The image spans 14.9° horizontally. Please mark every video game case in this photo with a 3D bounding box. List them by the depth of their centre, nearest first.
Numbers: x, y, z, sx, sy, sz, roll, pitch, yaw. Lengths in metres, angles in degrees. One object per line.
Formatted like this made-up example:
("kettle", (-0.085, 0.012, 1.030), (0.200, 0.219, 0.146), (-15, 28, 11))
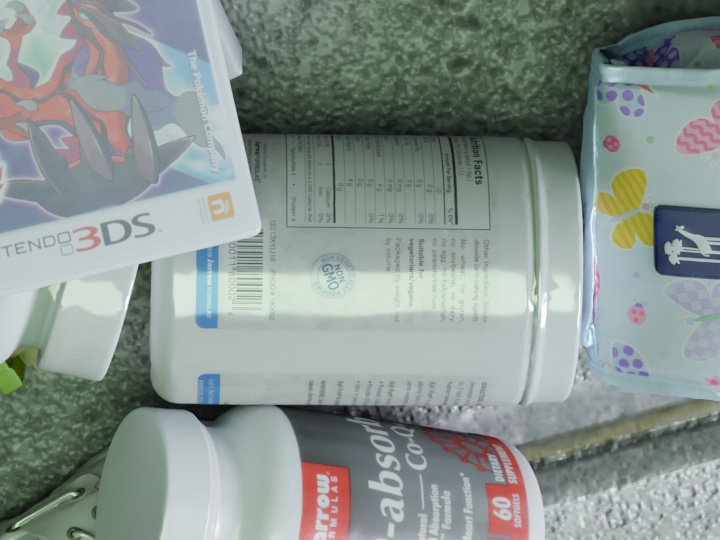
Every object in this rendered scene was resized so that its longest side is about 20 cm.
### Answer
("video game case", (-0.149, -0.093, 1.207), (0.182, 0.023, 0.200), (-14, 94, -20))

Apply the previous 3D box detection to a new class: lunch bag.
("lunch bag", (0.201, -0.029, 1.309), (0.200, 0.127, 0.170), (-4, 110, -14))

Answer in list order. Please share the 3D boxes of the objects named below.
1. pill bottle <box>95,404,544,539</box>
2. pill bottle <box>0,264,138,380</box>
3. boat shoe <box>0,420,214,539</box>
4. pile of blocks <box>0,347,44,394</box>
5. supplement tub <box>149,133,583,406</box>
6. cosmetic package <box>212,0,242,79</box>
("pill bottle", (-0.021, 0.127, 1.348), (0.200, 0.116, 0.116), (9, 111, -25))
("pill bottle", (-0.204, -0.016, 1.262), (0.200, 0.110, 0.110), (15, 109, -10))
("boat shoe", (-0.142, 0.145, 1.399), (0.200, 0.069, 0.071), (-29, 106, 7))
("pile of blocks", (-0.223, 0.038, 1.359), (0.200, 0.062, 0.082), (-7, 111, 0))
("supplement tub", (0.000, 0.000, 1.319), (0.200, 0.132, 0.132), (1, 111, -4))
("cosmetic package", (-0.176, -0.126, 1.305), (0.200, 0.052, 0.151), (-22, 108, 6))
